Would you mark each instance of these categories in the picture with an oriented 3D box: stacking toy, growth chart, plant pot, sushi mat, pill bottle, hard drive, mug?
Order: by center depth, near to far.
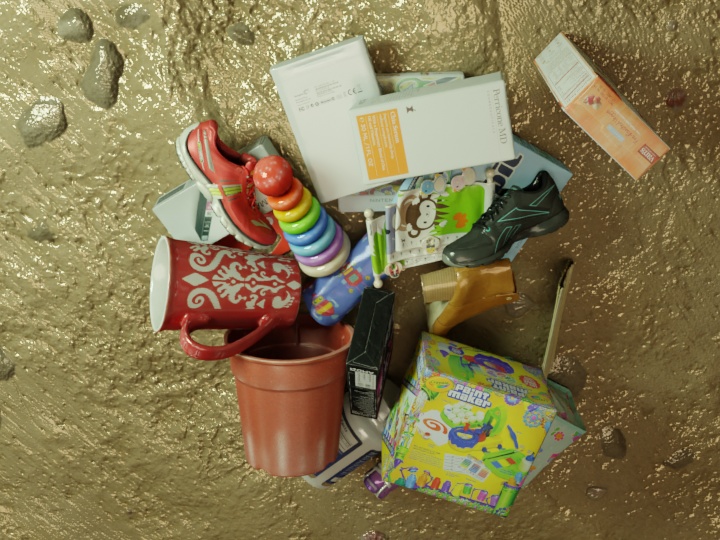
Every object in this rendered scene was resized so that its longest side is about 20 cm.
[{"bbox_3d":[-0.027,-0.201,1.105,0.130,0.027,0.202,-16,119,10],"label":"hard drive"},{"bbox_3d":[0.099,-0.063,1.131,0.197,0.018,0.146,-16,122,-1],"label":"growth chart"},{"bbox_3d":[-0.090,-0.081,1.133,0.084,0.086,0.201,-22,135,13],"label":"stacking toy"},{"bbox_3d":[-0.196,0.048,1.181,0.197,0.181,0.133,4,166,-26],"label":"mug"},{"bbox_3d":[-0.105,0.190,1.236,0.197,0.201,0.199,0,107,1],"label":"plant pot"},{"bbox_3d":[0.301,0.088,1.255,0.012,0.096,0.203,15,123,19],"label":"sushi mat"},{"bbox_3d":[-0.016,0.267,1.354,0.199,0.112,0.111,-38,113,21],"label":"pill bottle"}]

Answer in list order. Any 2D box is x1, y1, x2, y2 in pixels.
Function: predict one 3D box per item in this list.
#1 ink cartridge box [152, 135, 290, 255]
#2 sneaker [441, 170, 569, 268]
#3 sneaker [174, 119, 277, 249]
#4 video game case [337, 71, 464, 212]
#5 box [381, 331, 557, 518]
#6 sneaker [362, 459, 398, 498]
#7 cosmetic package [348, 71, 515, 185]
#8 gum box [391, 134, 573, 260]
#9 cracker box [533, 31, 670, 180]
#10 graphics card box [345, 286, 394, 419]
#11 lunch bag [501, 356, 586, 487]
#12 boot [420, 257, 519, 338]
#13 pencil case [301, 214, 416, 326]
[{"bbox_3d":[-0.176,-0.075,1.199,0.198,0.044,0.175,-27,115,16],"label":"ink cartridge box"},{"bbox_3d":[0.190,-0.068,1.105,0.198,0.075,0.080,-26,112,-18],"label":"sneaker"},{"bbox_3d":[-0.168,-0.115,1.111,0.084,0.077,0.201,-31,115,12],"label":"sneaker"},{"bbox_3d":[0.054,-0.177,1.146,0.179,0.023,0.203,-1,120,2],"label":"video game case"},{"bbox_3d":[0.153,0.226,1.198,0.197,0.122,0.195,18,111,-6],"label":"box"},{"bbox_3d":[0.063,0.322,1.344,0.073,0.114,0.202,47,148,21],"label":"sneaker"},{"bbox_3d":[0.092,-0.181,1.041,0.197,0.071,0.103,-9,109,11],"label":"cosmetic package"},{"bbox_3d":[0.170,-0.116,1.147,0.198,0.045,0.171,23,114,-21],"label":"gum box"},{"bbox_3d":[0.297,-0.211,1.018,0.133,0.201,0.058,37,115,-20],"label":"cracker box"},{"bbox_3d":[0.016,0.128,1.216,0.050,0.127,0.201,10,150,8],"label":"graphics card box"},{"bbox_3d":[0.234,0.241,1.330,0.198,0.123,0.171,28,118,-21],"label":"lunch bag"},{"bbox_3d":[0.167,0.053,1.220,0.142,0.072,0.202,-8,148,4],"label":"boot"},{"bbox_3d":[0.000,0.000,1.218,0.199,0.087,0.078,-40,87,20],"label":"pencil case"}]
